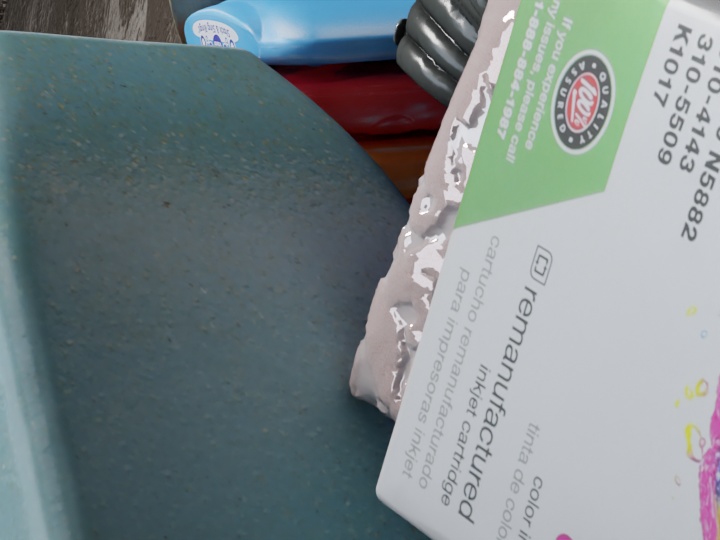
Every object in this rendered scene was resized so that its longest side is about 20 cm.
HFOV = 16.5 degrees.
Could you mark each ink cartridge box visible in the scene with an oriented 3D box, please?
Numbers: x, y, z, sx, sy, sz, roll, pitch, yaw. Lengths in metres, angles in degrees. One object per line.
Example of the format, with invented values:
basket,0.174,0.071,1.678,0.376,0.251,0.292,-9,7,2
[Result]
ink cartridge box,0.109,0.027,0.530,0.200,0.084,0.145,32,112,45

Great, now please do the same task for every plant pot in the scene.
plant pot,-0.084,0.036,0.794,0.196,0.196,0.201,-33,66,44

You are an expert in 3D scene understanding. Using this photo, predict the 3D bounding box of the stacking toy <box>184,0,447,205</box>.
stacking toy,0.000,0.000,0.895,0.116,0.109,0.201,-161,67,-67

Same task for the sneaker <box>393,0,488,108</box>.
sneaker,0.041,-0.119,0.819,0.200,0.071,0.099,-105,35,-52

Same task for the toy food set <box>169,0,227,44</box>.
toy food set,-0.004,-0.122,0.997,0.200,0.143,0.061,83,177,-82

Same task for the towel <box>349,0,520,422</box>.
towel,0.089,-0.015,0.646,0.191,0.032,0.201,35,111,41
